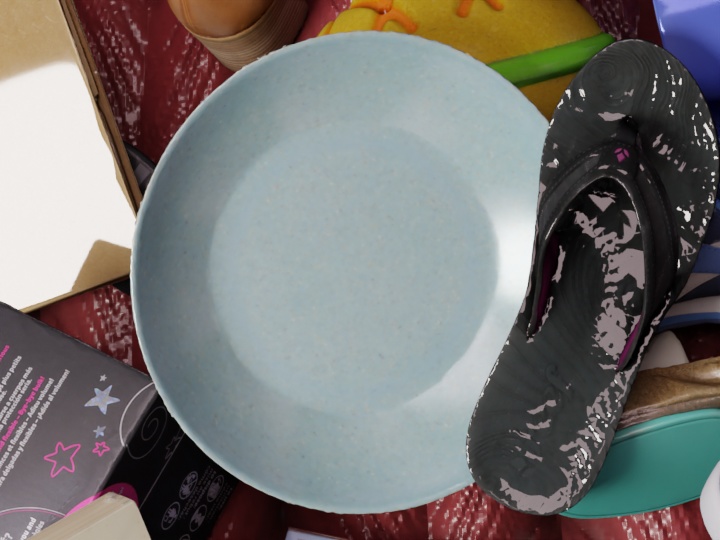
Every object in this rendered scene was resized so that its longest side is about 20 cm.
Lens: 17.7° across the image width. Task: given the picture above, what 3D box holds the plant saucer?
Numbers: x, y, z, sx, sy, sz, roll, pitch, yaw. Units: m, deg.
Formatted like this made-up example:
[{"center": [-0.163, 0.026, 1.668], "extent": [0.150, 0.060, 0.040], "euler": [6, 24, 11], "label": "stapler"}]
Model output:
[{"center": [0.000, 0.000, 0.978], "extent": [0.200, 0.039, 0.202], "euler": [-1, 96, -12], "label": "plant saucer"}]

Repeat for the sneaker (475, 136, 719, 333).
[{"center": [0.129, -0.019, 1.012], "extent": [0.199, 0.083, 0.074], "euler": [-9, 35, 16], "label": "sneaker"}]

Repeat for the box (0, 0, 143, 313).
[{"center": [-0.210, -0.047, 1.101], "extent": [0.199, 0.021, 0.164], "euler": [-20, 91, 14], "label": "box"}]

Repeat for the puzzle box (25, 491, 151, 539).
[{"center": [-0.115, 0.208, 0.932], "extent": [0.133, 0.201, 0.025], "euler": [-29, 20, -26], "label": "puzzle box"}]

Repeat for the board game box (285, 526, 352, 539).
[{"center": [0.051, 0.180, 0.996], "extent": [0.199, 0.019, 0.104], "euler": [10, 75, 18], "label": "board game box"}]

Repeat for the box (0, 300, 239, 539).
[{"center": [-0.161, 0.131, 1.009], "extent": [0.114, 0.132, 0.201], "euler": [26, 77, 22], "label": "box"}]

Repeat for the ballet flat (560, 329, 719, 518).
[{"center": [0.166, 0.051, 1.007], "extent": [0.199, 0.068, 0.073], "euler": [-17, 46, 6], "label": "ballet flat"}]

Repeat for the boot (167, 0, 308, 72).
[{"center": [-0.043, -0.207, 1.101], "extent": [0.073, 0.155, 0.201], "euler": [10, 72, 17], "label": "boot"}]

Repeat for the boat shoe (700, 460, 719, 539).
[{"center": [0.235, 0.075, 0.940], "extent": [0.199, 0.062, 0.072], "euler": [-9, 60, -16], "label": "boat shoe"}]

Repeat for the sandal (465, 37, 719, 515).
[{"center": [0.098, 0.005, 0.946], "extent": [0.075, 0.048, 0.202], "euler": [16, 93, 6], "label": "sandal"}]

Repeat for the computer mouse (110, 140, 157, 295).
[{"center": [-0.083, 0.004, 1.100], "extent": [0.059, 0.034, 0.200], "euler": [-47, 73, 7], "label": "computer mouse"}]

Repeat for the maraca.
[{"center": [0.019, -0.079, 1.052], "extent": [0.199, 0.137, 0.108], "euler": [-13, 93, 2], "label": "maraca"}]

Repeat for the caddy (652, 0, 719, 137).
[{"center": [0.183, -0.145, 1.033], "extent": [0.104, 0.141, 0.201], "euler": [-13, 67, 13], "label": "caddy"}]
